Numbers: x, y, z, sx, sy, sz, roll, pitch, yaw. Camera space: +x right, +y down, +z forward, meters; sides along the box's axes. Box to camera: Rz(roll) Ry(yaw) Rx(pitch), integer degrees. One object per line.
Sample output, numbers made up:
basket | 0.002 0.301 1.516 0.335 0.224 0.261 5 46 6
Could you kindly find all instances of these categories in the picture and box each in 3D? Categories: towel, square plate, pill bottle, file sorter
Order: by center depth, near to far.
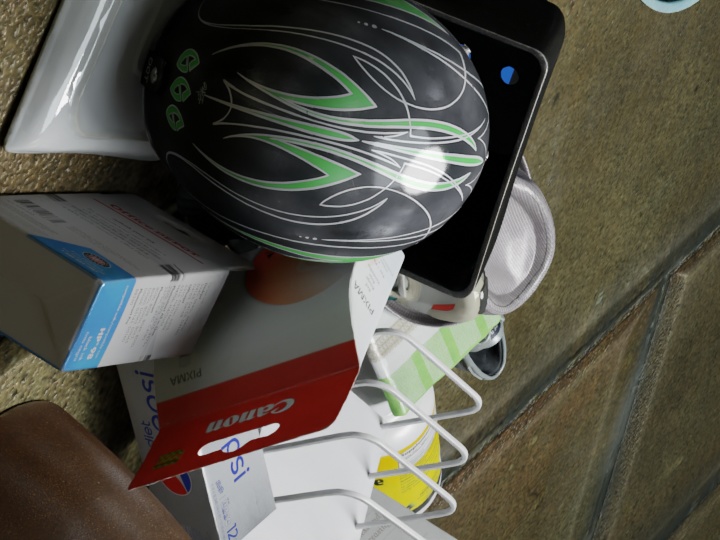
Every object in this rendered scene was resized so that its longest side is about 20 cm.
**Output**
square plate | -0.130 -0.158 1.576 0.198 0.028 0.200 0 118 -64
file sorter | -0.003 0.163 1.891 0.139 0.124 0.200 41 51 -37
towel | 0.035 -0.002 2.005 0.149 0.031 0.200 -40 121 -35
pill bottle | 0.010 0.132 2.123 0.112 0.112 0.200 -50 155 -24

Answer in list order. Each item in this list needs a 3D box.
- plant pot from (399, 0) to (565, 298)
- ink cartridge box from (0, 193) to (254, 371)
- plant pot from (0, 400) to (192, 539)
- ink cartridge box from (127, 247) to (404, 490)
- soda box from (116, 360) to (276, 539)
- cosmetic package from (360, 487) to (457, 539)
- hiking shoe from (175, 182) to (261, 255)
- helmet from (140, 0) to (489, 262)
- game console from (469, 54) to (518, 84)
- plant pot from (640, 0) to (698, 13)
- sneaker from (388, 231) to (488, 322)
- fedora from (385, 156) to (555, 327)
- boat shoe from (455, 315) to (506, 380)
plant pot | 0.043 -0.131 1.791 0.177 0.200 0.200 -47 158 -59
ink cartridge box | -0.167 0.004 1.579 0.200 0.116 0.067 -4 121 -63
plant pot | -0.185 0.219 1.694 0.187 0.200 0.187 -46 154 -31
ink cartridge box | -0.070 0.049 1.607 0.050 0.162 0.200 60 29 -21
soda box | -0.122 0.102 1.778 0.068 0.063 0.200 -39 128 -42
cosmetic package | -0.050 0.275 2.051 0.167 0.200 0.167 -42 153 -39
hiking shoe | -0.063 -0.028 1.739 0.200 0.074 0.087 63 24 -44
helmet | -0.021 -0.096 1.551 0.200 0.190 0.200 -23 124 -40
game console | 0.102 -0.240 1.988 0.170 0.118 0.200 4 118 -31
plant pot | 0.168 -0.312 1.776 0.200 0.196 0.201 -35 138 -39
sneaker | 0.000 -0.001 1.832 0.093 0.200 0.070 -32 137 -39
fedora | 0.086 -0.038 1.947 0.177 0.090 0.200 -40 126 -22
boat shoe | 0.103 0.041 2.263 0.070 0.071 0.201 -53 157 -17
